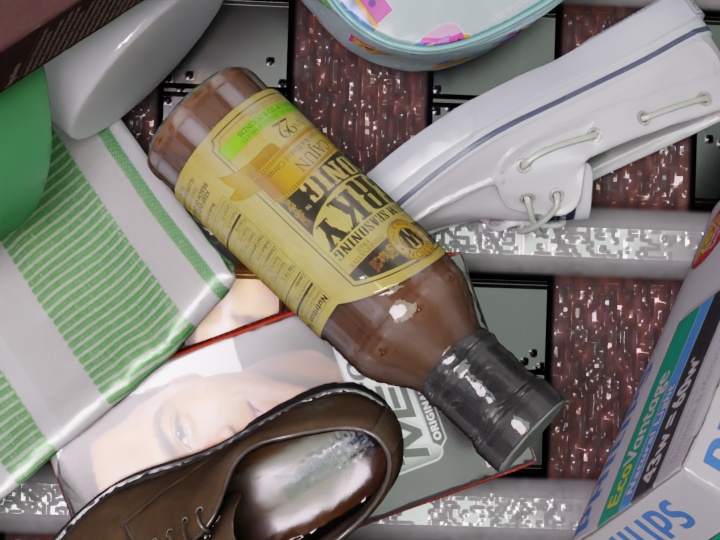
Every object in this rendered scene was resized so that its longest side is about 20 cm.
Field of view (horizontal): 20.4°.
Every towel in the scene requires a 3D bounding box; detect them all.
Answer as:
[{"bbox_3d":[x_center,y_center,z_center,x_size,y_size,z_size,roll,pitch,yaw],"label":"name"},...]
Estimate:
[{"bbox_3d":[-0.164,0.019,0.865,0.200,0.023,0.153,-38,61,-3],"label":"towel"}]

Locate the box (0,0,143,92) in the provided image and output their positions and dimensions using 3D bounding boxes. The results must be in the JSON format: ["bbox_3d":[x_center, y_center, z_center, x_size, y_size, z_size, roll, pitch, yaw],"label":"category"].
[{"bbox_3d":[-0.103,-0.144,0.708,0.200,0.075,0.100,-37,91,-21],"label":"box"}]

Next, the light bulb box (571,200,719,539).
[{"bbox_3d":[0.226,0.070,0.839,0.199,0.125,0.199,30,62,-3],"label":"light bulb box"}]

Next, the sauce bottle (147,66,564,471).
[{"bbox_3d":[0.000,0.000,0.829,0.200,0.065,0.065,43,87,10],"label":"sauce bottle"}]

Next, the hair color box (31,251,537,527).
[{"bbox_3d":[-0.034,0.071,0.886,0.199,0.061,0.102,-21,91,-3],"label":"hair color box"}]

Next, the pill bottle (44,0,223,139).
[{"bbox_3d":[-0.156,-0.160,0.847,0.114,0.114,0.200,-45,86,-3],"label":"pill bottle"}]

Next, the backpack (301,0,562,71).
[{"bbox_3d":[0.026,-0.189,0.853,0.175,0.153,0.201,-33,99,-8],"label":"backpack"}]

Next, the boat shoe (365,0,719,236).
[{"bbox_3d":[0.080,-0.050,0.886,0.199,0.074,0.067,-32,82,-4],"label":"boat shoe"}]

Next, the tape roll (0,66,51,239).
[{"bbox_3d":[-0.208,-0.093,0.808,0.048,0.200,0.201,-33,91,-36],"label":"tape roll"}]

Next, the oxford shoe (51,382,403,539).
[{"bbox_3d":[-0.070,0.112,0.812,0.200,0.084,0.073,-37,94,-1],"label":"oxford shoe"}]
